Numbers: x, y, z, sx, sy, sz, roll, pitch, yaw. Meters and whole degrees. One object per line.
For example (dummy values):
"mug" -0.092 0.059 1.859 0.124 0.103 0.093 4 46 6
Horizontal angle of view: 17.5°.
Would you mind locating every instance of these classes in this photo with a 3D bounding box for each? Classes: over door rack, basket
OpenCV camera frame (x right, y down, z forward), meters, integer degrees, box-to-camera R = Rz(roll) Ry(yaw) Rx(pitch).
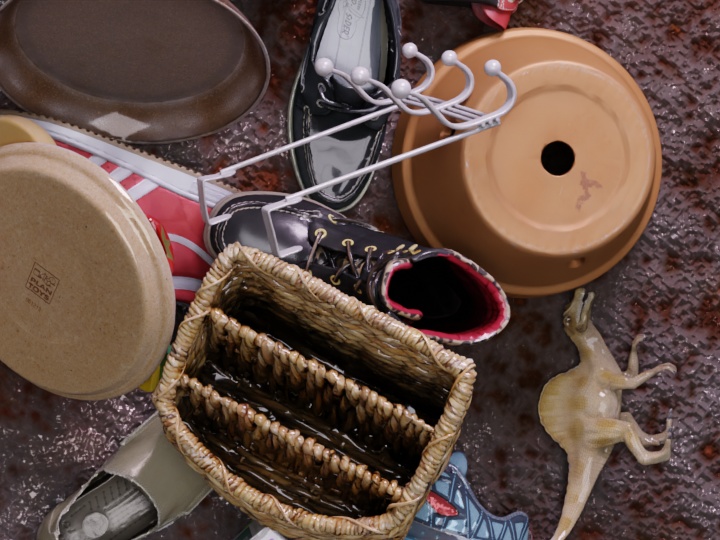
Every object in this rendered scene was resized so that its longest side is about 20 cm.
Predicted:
"over door rack" -0.011 -0.095 1.586 0.200 0.148 0.067 -33 111 -14
"basket" -0.039 0.098 1.599 0.200 0.149 0.143 29 72 7

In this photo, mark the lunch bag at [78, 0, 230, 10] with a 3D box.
"lunch bag" -0.117 -0.269 1.648 0.200 0.139 0.168 -6 95 -8

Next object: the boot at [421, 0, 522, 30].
"boot" 0.138 -0.250 1.706 0.199 0.072 0.145 -7 87 2

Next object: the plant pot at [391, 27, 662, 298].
"plant pot" 0.128 -0.079 1.677 0.200 0.140 0.201 0 90 -6

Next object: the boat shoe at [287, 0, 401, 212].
"boat shoe" -0.007 -0.141 1.697 0.074 0.066 0.200 14 90 -7

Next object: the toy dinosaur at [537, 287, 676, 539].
"toy dinosaur" 0.181 0.116 1.739 0.101 0.058 0.201 4 84 8

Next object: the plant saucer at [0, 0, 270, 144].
"plant saucer" -0.161 -0.155 1.633 0.200 0.200 0.032 7 58 -6

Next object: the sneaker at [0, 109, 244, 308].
"sneaker" -0.190 -0.037 1.677 0.200 0.071 0.113 20 86 -9

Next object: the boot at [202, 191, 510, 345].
"boot" 0.000 0.000 1.642 0.200 0.151 0.073 24 87 -21

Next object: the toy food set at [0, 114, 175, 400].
"toy food set" -0.210 0.001 1.634 0.200 0.049 0.198 22 122 21

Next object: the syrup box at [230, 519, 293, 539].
"syrup box" -0.023 0.271 1.697 0.200 0.079 0.081 44 87 -5

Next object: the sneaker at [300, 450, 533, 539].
"sneaker" 0.036 0.168 1.715 0.200 0.079 0.096 33 73 -12

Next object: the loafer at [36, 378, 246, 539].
"loafer" -0.147 0.151 1.686 0.200 0.068 0.076 -43 95 -4
